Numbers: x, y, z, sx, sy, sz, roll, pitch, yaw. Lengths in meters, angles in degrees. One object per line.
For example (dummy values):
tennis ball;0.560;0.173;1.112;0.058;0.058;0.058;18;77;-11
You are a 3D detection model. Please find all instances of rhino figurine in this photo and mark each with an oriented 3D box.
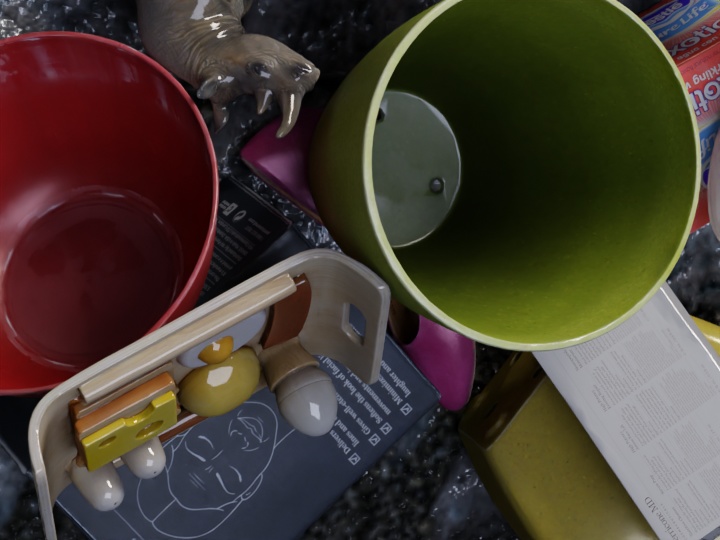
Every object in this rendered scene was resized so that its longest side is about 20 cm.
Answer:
rhino figurine;-0.080;-0.147;1.464;0.087;0.200;0.060;-23;154;-6

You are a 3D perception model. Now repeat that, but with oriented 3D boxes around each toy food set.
toy food set;-0.078;0.073;1.421;0.200;0.144;0.060;-29;73;-13

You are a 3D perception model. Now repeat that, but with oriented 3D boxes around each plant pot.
plant pot;0.173;0.111;1.639;0.200;0.194;0.196;39;89;-8
plant pot;0.049;-0.055;1.468;0.187;0.200;0.188;-1;91;-23

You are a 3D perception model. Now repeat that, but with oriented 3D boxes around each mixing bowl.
mixing bowl;-0.156;-0.013;1.463;0.200;0.200;0.108;-43;155;-5

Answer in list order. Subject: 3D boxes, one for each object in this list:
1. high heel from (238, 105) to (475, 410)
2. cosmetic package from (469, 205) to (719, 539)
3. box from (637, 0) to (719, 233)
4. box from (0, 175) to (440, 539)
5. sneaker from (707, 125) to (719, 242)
high heel;0.000;0.000;1.590;0.096;0.067;0.200;-25;110;-24
cosmetic package;0.151;0.054;1.531;0.082;0.051;0.200;-35;76;8
box;0.201;-0.100;1.633;0.200;0.095;0.103;-31;116;-11
box;-0.084;0.076;1.561;0.200;0.107;0.148;-43;118;-6
sneaker;0.238;-0.101;1.531;0.075;0.088;0.200;25;100;17
